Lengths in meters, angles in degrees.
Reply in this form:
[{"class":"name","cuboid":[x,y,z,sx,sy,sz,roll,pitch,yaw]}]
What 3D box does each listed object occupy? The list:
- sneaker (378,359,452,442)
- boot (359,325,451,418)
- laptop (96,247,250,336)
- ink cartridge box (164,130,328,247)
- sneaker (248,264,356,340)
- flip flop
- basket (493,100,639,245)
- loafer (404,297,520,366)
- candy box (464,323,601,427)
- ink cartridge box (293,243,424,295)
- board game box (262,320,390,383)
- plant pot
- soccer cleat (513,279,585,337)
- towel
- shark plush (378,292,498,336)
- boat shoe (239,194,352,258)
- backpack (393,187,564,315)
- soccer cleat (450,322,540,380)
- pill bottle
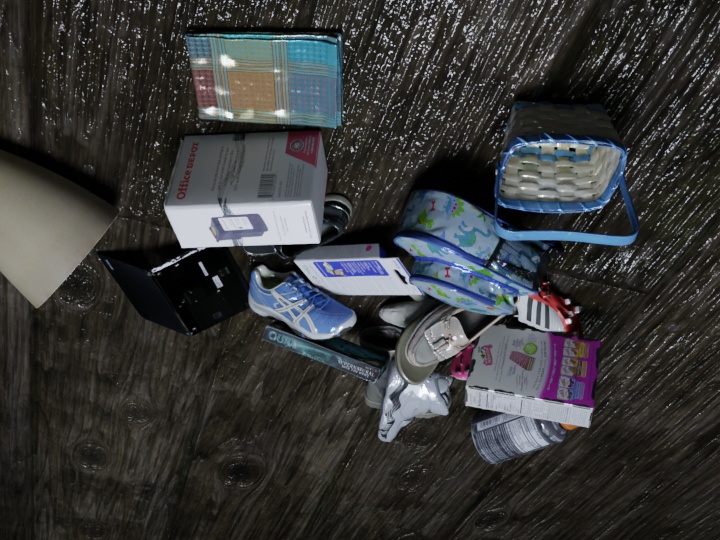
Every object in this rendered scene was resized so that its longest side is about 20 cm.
[{"class":"sneaker","cuboid":[0.095,0.240,1.583,0.114,0.075,0.201,9,132,0]},{"class":"boot","cuboid":[0.084,0.182,1.629,0.181,0.073,0.201,3,133,-1]},{"class":"laptop","cuboid":[-0.304,0.015,1.503,0.199,0.103,0.178,-26,137,-4]},{"class":"ink cartridge box","cuboid":[-0.152,-0.113,1.234,0.199,0.145,0.085,-2,139,7]},{"class":"sneaker","cuboid":[-0.100,0.051,1.443,0.199,0.076,0.077,16,133,20]},{"class":"flip flop","cuboid":[0.130,0.095,1.432,0.081,0.200,0.058,45,171,-12]},{"class":"basket","cuboid":[0.258,-0.117,1.148,0.175,0.201,0.139,5,140,1]},{"class":"loafer","cuboid":[0.157,0.080,1.376,0.200,0.063,0.072,-36,110,-14]},{"class":"candy box","cuboid":[0.276,0.165,1.437,0.199,0.137,0.061,10,139,13]},{"class":"ink cartridge box","cuboid":[0.000,0.000,1.394,0.199,0.037,0.095,1,144,37]},{"class":"board game box","cuboid":[-0.054,0.130,1.494,0.199,0.135,0.028,20,96,6]},{"class":"plant pot","cuboid":[-0.487,-0.081,1.298,0.200,0.188,0.187,42,129,-18]},{"class":"soccer cleat","cuboid":[0.300,0.069,1.474,0.085,0.069,0.200,-18,132,37]},{"class":"towel","cuboid":[-0.121,-0.248,1.170,0.199,0.022,0.147,2,139,3]},{"class":"shark plush","cuboid":[0.135,0.072,1.514,0.199,0.091,0.083,-3,166,-13]},{"class":"boat shoe","cuboid":[-0.104,-0.052,1.362,0.198,0.066,0.075,-14,137,20]},{"class":"backpack","cuboid":[0.148,-0.025,1.277,0.199,0.148,0.183,28,172,-18]},{"class":"soccer cleat","cuboid":[0.253,0.154,1.568,0.200,0.070,0.086,-29,129,33]},{"class":"pill bottle","cuboid":[0.317,0.289,1.693,0.199,0.107,0.106,-26,131,31]}]
